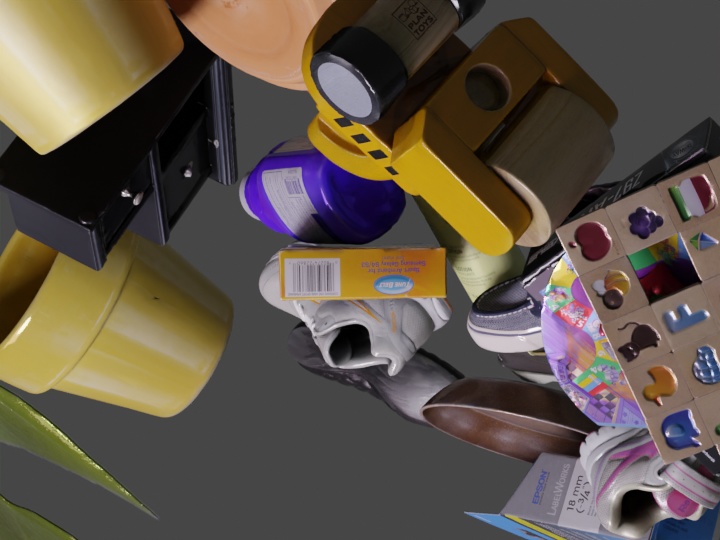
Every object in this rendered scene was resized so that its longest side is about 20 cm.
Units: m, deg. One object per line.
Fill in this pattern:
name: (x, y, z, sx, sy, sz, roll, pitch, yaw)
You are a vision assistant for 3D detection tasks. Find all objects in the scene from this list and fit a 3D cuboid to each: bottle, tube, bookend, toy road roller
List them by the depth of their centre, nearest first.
toy road roller: (0.051, -0.100, 1.162, 0.200, 0.123, 0.146, 43, 154, -3)
tube: (0.061, -0.059, 1.303, 0.058, 0.052, 0.200, -24, 120, 12)
bottle: (-0.037, -0.061, 1.373, 0.084, 0.065, 0.200, 56, 161, -14)
bookend: (-0.186, -0.073, 1.400, 0.092, 0.200, 0.199, 26, 151, 13)

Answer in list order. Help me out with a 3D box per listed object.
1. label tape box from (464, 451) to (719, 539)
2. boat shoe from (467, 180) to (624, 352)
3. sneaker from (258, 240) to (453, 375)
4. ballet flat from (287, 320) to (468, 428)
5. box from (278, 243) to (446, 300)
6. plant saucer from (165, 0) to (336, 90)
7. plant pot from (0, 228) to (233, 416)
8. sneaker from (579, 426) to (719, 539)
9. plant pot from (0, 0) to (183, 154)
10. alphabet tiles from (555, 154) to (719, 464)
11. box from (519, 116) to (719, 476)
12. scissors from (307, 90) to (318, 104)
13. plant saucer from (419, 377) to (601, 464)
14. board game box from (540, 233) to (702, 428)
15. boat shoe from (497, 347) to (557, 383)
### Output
label tape box: (0.208, 0.200, 1.469, 0.144, 0.064, 0.200, 28, 164, -40)
boat shoe: (0.143, -0.008, 1.243, 0.200, 0.075, 0.093, -16, 119, 36)
sneaker: (-0.024, 0.035, 1.504, 0.200, 0.092, 0.076, 9, 142, 43)
ballet flat: (0.027, 0.086, 1.589, 0.200, 0.057, 0.067, 23, 108, 24)
box: (0.000, 0.000, 1.345, 0.119, 0.042, 0.200, -1, 180, -1)
plant saucer: (-0.085, -0.204, 1.244, 0.200, 0.032, 0.201, 32, 151, 20)
plant pot: (-0.230, 0.038, 1.650, 0.189, 0.201, 0.201, 31, 158, -24)
sneaker: (0.242, 0.132, 1.287, 0.081, 0.088, 0.200, 27, 131, -24)
plant pot: (-0.226, -0.192, 1.231, 0.189, 0.201, 0.201, 53, 150, -12)
alphabet tiles: (0.235, 0.030, 1.088, 0.167, 0.008, 0.200, -24, 100, 14)
box: (0.228, 0.022, 1.154, 0.200, 0.044, 0.160, 44, 123, -13)
scissors: (-0.008, -0.102, 1.350, 0.073, 0.014, 0.200, 15, 145, 37)
plant saucer: (0.147, 0.125, 1.445, 0.200, 0.035, 0.200, 14, 167, 3)
board game box: (0.209, 0.049, 1.124, 0.199, 0.039, 0.158, 2, 123, 14)
boat shoe: (0.158, 0.045, 1.322, 0.061, 0.072, 0.201, 43, 156, -21)
